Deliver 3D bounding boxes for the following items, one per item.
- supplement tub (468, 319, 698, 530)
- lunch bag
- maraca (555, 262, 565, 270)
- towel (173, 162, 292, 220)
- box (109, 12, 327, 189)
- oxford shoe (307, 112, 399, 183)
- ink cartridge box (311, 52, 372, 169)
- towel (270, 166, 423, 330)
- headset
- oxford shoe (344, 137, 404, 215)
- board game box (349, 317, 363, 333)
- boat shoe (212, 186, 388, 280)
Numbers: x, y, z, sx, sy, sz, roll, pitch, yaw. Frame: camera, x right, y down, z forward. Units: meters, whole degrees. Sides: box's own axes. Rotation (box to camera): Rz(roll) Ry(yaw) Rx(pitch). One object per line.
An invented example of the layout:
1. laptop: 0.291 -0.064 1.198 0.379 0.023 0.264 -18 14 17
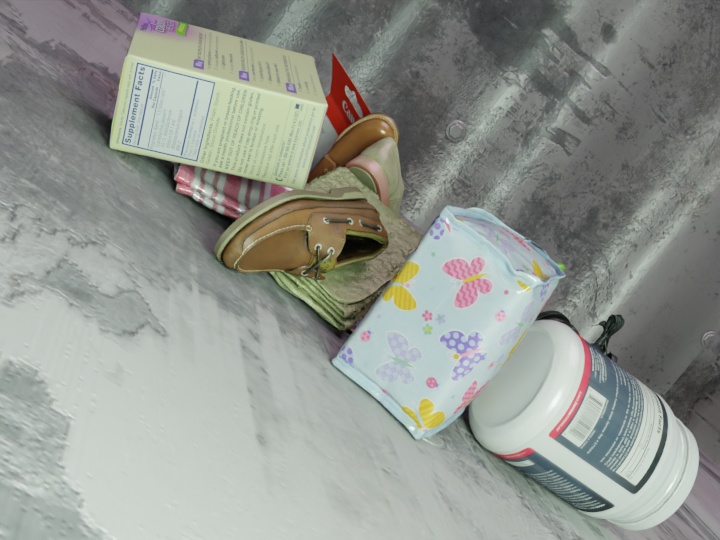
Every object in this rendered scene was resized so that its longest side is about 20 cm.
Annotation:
1. supplement tub: 0.218 0.154 0.922 0.200 0.141 0.140 35 8 -21
2. lunch bag: 0.085 0.038 0.832 0.127 0.170 0.200 40 15 17
3. maraca: 0.171 0.019 1.170 0.199 0.137 0.108 6 55 -44
4. towel: -0.105 -0.083 1.019 0.199 0.030 0.147 26 24 -17
5. box: -0.148 -0.180 0.984 0.199 0.097 0.176 12 26 -15
6. oxford shoe: -0.029 -0.107 1.130 0.071 0.200 0.071 44 27 -5
7. ink cartridge box: -0.037 -0.155 1.228 0.047 0.201 0.161 -12 50 -20
8. towel: -0.023 -0.028 0.962 0.148 0.037 0.200 43 39 5
9. headset: 0.260 0.091 1.127 0.123 0.094 0.199 42 19 28
10. oxford shoe: 0.026 -0.069 1.116 0.071 0.074 0.201 29 -33 20
11. board game box: 0.064 0.055 0.994 0.199 0.039 0.158 27 21 -14
12. boat shoe: -0.043 -0.029 0.861 0.199 0.072 0.068 -21 66 -47
